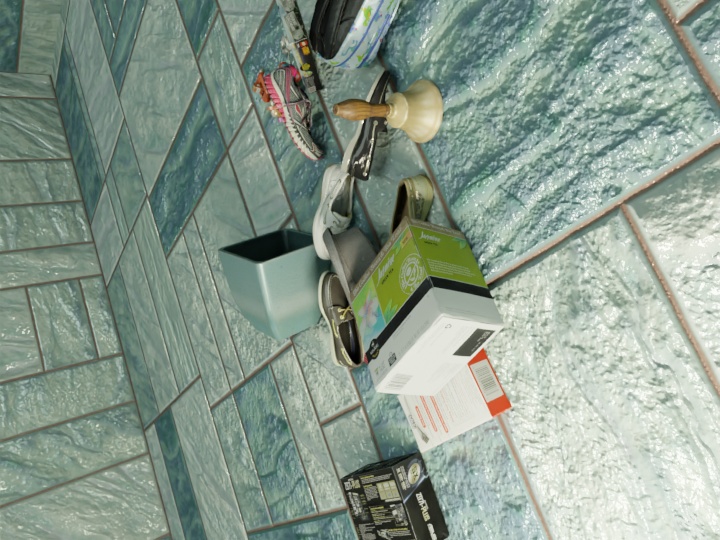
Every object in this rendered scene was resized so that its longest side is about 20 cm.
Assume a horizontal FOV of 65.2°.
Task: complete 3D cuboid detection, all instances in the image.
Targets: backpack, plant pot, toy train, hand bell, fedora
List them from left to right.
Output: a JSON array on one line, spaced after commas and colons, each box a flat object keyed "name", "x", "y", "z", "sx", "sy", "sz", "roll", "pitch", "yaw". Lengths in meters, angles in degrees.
[{"name": "toy train", "x": -0.200, "y": -0.425, "z": 1.278, "sx": 0.199, "sy": 0.054, "sz": 0.154, "roll": -33, "pitch": 77, "yaw": 60}, {"name": "plant pot", "x": -0.185, "y": 0.036, "z": 1.286, "sx": 0.193, "sy": 0.193, "sz": 0.207, "roll": 16, "pitch": 118, "yaw": 48}, {"name": "backpack", "x": -0.013, "y": -0.463, "z": 1.003, "sx": 0.164, "sy": 0.152, "sz": 0.202, "roll": 47, "pitch": 111, "yaw": 30}, {"name": "fedora", "x": 0.000, "y": 0.000, "z": 1.089, "sx": 0.177, "sy": 0.088, "sz": 0.205, "roll": -104, "pitch": -9, "yaw": -85}, {"name": "hand bell", "x": 0.034, "y": -0.264, "z": 0.925, "sx": 0.103, "sy": 0.196, "sz": 0.108, "roll": 15, "pitch": 110, "yaw": 48}]

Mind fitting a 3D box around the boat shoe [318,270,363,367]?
[{"name": "boat shoe", "x": -0.036, "y": 0.101, "z": 1.165, "sx": 0.060, "sy": 0.071, "sz": 0.208, "roll": 1, "pitch": 107, "yaw": 46}]

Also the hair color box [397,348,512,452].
[{"name": "hair color box", "x": 0.158, "y": 0.229, "z": 0.986, "sx": 0.200, "sy": 0.063, "sz": 0.113, "roll": -44, "pitch": 64, "yaw": 45}]

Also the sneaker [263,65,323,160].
[{"name": "sneaker", "x": -0.130, "y": -0.329, "z": 1.191, "sx": 0.204, "sy": 0.073, "sz": 0.081, "roll": 63, "pitch": -176, "yaw": -19}]

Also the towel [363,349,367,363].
[{"name": "towel", "x": 0.029, "y": 0.134, "z": 1.161, "sx": 0.198, "sy": 0.022, "sz": 0.149, "roll": 32, "pitch": 122, "yaw": 44}]

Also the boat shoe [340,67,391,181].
[{"name": "boat shoe", "x": 0.023, "y": -0.268, "z": 1.049, "sx": 0.059, "sy": 0.074, "sz": 0.205, "roll": 22, "pitch": 104, "yaw": 1}]

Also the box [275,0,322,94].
[{"name": "box", "x": -0.123, "y": -0.460, "z": 1.113, "sx": 0.200, "sy": 0.039, "sz": 0.141, "roll": 62, "pitch": -169, "yaw": -81}]

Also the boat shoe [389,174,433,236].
[{"name": "boat shoe", "x": 0.078, "y": -0.073, "z": 1.020, "sx": 0.073, "sy": 0.061, "sz": 0.206, "roll": 29, "pitch": 121, "yaw": 43}]

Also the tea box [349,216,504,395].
[{"name": "tea box", "x": 0.098, "y": 0.062, "z": 0.921, "sx": 0.202, "sy": 0.130, "sz": 0.200, "roll": -54, "pitch": 38, "yaw": 36}]

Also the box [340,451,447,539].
[{"name": "box", "x": 0.064, "y": 0.476, "z": 1.140, "sx": 0.199, "sy": 0.084, "sz": 0.168, "roll": -36, "pitch": 70, "yaw": 48}]

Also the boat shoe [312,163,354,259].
[{"name": "boat shoe", "x": -0.051, "y": -0.113, "z": 1.167, "sx": 0.069, "sy": 0.069, "sz": 0.207, "roll": 28, "pitch": 118, "yaw": 46}]
